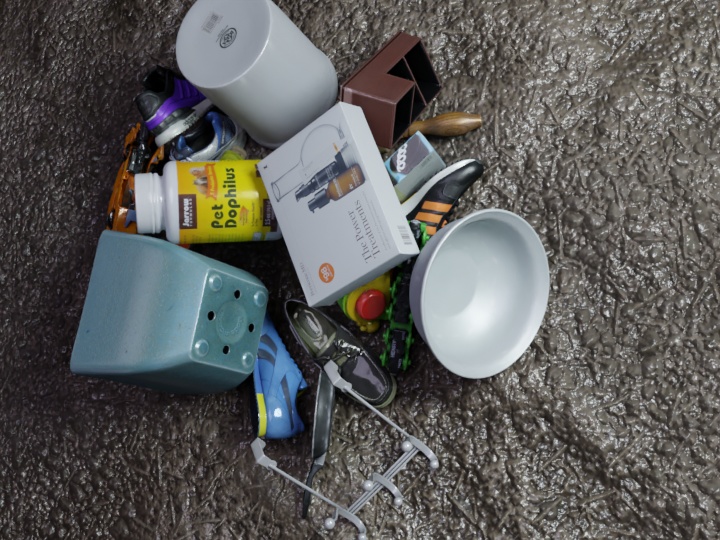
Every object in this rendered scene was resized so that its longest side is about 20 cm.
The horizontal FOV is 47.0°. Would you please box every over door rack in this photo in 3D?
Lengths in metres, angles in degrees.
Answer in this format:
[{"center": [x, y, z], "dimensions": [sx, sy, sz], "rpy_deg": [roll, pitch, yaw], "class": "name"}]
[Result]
[{"center": [-0.015, 0.231, 1.004], "dimensions": [0.148, 0.200, 0.067], "rpy_deg": [-45, 23, 5], "class": "over door rack"}]

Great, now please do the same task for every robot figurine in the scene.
[{"center": [-0.357, -0.134, 1.307], "dimensions": [0.144, 0.057, 0.204], "rpy_deg": [-11, 66, 63], "class": "robot figurine"}]

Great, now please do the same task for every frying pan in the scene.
[{"center": [-0.054, 0.226, 1.068], "dimensions": [0.030, 0.115, 0.194], "rpy_deg": [5, 78, 0], "class": "frying pan"}]

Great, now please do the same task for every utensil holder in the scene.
[{"center": [-0.147, -0.292, 1.196], "dimensions": [0.167, 0.200, 0.173], "rpy_deg": [-6, 74, 22], "class": "utensil holder"}]

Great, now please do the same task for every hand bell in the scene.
[{"center": [0.070, -0.195, 1.149], "dimensions": [0.196, 0.104, 0.106], "rpy_deg": [-4, 74, 10], "class": "hand bell"}]

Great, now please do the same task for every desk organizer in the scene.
[{"center": [0.046, -0.243, 1.101], "dimensions": [0.076, 0.073, 0.201], "rpy_deg": [19, 41, 16], "class": "desk organizer"}]

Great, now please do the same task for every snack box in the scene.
[{"center": [0.024, -0.094, 1.109], "dimensions": [0.200, 0.116, 0.037], "rpy_deg": [-43, 77, 8], "class": "snack box"}]

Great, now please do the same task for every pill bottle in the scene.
[{"center": [-0.201, -0.093, 1.115], "dimensions": [0.196, 0.109, 0.111], "rpy_deg": [-3, 71, -14], "class": "pill bottle"}]

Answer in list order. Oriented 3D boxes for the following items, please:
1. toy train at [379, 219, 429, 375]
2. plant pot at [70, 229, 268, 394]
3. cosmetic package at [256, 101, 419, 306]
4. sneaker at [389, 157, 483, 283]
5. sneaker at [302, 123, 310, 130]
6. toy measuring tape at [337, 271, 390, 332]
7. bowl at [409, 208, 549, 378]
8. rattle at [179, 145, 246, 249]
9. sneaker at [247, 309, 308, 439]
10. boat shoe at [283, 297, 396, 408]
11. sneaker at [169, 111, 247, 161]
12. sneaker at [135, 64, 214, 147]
[{"center": [0.057, 0.033, 1.064], "dimensions": [0.041, 0.056, 0.204], "rpy_deg": [9, 102, 5], "class": "toy train"}, {"center": [-0.236, 0.066, 1.117], "dimensions": [0.197, 0.195, 0.200], "rpy_deg": [2, 76, 39], "class": "plant pot"}, {"center": [-0.032, -0.078, 1.017], "dimensions": [0.150, 0.051, 0.203], "rpy_deg": [-31, 74, 32], "class": "cosmetic package"}, {"center": [0.096, -0.063, 1.105], "dimensions": [0.199, 0.070, 0.091], "rpy_deg": [-37, 79, 11], "class": "sneaker"}, {"center": [-0.071, -0.116, 1.186], "dimensions": [0.070, 0.113, 0.202], "rpy_deg": [14, 43, -13], "class": "sneaker"}, {"center": [0.000, 0.000, 1.070], "dimensions": [0.072, 0.203, 0.074], "rpy_deg": [-3, 33, 2], "class": "toy measuring tape"}, {"center": [0.130, 0.021, 1.012], "dimensions": [0.090, 0.199, 0.204], "rpy_deg": [19, 83, 57], "class": "bowl"}, {"center": [-0.196, -0.075, 1.256], "dimensions": [0.202, 0.141, 0.131], "rpy_deg": [-59, 29, 16], "class": "rattle"}, {"center": [-0.118, 0.138, 1.152], "dimensions": [0.077, 0.066, 0.203], "rpy_deg": [-1, 57, -16], "class": "sneaker"}, {"center": [-0.036, 0.109, 1.111], "dimensions": [0.201, 0.066, 0.072], "rpy_deg": [43, 95, 28], "class": "boat shoe"}, {"center": [-0.269, -0.168, 1.282], "dimensions": [0.077, 0.085, 0.201], "rpy_deg": [42, 95, 27], "class": "sneaker"}, {"center": [-0.277, -0.272, 1.257], "dimensions": [0.069, 0.201, 0.100], "rpy_deg": [-27, 110, 27], "class": "sneaker"}]
